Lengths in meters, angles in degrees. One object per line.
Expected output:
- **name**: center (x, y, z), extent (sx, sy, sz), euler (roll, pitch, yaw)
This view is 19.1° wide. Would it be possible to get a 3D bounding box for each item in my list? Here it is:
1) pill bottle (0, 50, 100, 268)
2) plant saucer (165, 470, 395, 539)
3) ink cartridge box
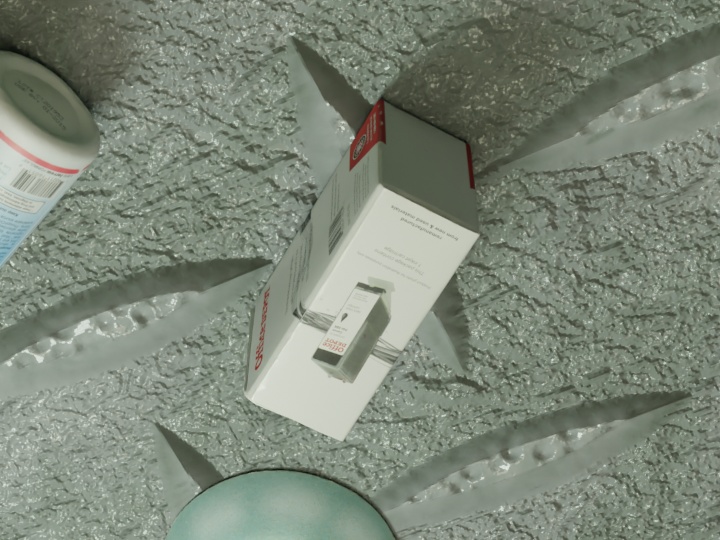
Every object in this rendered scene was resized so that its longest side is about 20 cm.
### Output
- **pill bottle**: center (-0.287, -0.055, 1.549), extent (0.109, 0.109, 0.200), euler (37, 113, -17)
- **plant saucer**: center (-0.066, 0.257, 1.746), extent (0.201, 0.039, 0.201), euler (1, 119, 1)
- **ink cartridge box**: center (0.000, 0.000, 1.548), extent (0.083, 0.147, 0.200), euler (26, 116, -14)
